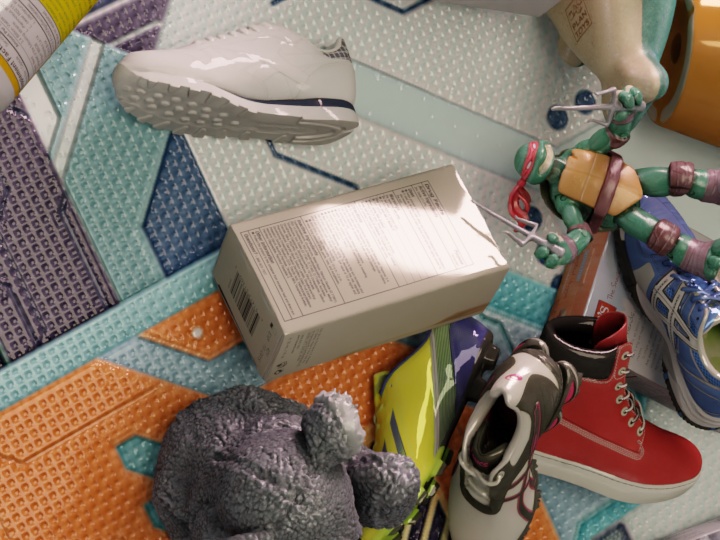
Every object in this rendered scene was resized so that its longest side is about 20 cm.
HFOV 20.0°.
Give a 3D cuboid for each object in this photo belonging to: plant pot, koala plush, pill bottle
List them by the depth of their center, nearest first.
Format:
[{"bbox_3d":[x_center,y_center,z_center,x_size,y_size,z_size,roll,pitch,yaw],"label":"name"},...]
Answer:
[{"bbox_3d":[-0.259,-0.179,1.425,0.104,0.104,0.201,44,70,-18],"label":"pill bottle"},{"bbox_3d":[-0.060,0.162,1.437,0.183,0.200,0.178,40,81,-2],"label":"koala plush"},{"bbox_3d":[0.338,-0.171,1.688,0.181,0.200,0.202,5,85,-11],"label":"plant pot"}]

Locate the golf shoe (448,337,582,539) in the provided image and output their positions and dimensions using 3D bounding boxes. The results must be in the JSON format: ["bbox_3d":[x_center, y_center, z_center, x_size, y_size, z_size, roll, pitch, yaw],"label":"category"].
[{"bbox_3d":[0.098,0.146,1.562,0.088,0.077,0.202,-26,139,-52],"label":"golf shoe"}]

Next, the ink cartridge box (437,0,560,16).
[{"bbox_3d":[0.102,-0.315,1.572,0.143,0.147,0.202,10,84,-8],"label":"ink cartridge box"}]

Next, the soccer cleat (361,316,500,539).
[{"bbox_3d":[0.037,0.122,1.593,0.083,0.065,0.201,26,79,8],"label":"soccer cleat"}]

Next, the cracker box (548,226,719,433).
[{"bbox_3d":[0.259,0.037,1.700,0.199,0.058,0.135,27,74,-24],"label":"cracker box"}]

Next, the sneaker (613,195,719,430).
[{"bbox_3d":[0.266,0.022,1.620,0.075,0.077,0.202,-19,81,-27],"label":"sneaker"}]

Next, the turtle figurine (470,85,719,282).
[{"bbox_3d":[0.190,-0.067,1.574,0.198,0.101,0.151,17,93,-2],"label":"turtle figurine"}]

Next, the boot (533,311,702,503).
[{"bbox_3d":[0.212,0.104,1.626,0.198,0.073,0.145,15,122,-24],"label":"boot"}]

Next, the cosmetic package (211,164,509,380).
[{"bbox_3d":[0.000,0.000,1.544,0.198,0.071,0.106,-15,63,-26],"label":"cosmetic package"}]

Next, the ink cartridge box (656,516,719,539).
[{"bbox_3d":[0.298,0.315,1.714,0.197,0.043,0.202,-16,96,-27],"label":"ink cartridge box"}]

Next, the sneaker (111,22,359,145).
[{"bbox_3d":[-0.094,-0.146,1.533,0.198,0.076,0.081,6,73,-31],"label":"sneaker"}]

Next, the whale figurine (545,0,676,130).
[{"bbox_3d":[0.215,-0.210,1.632,0.103,0.159,0.202,-1,62,-24],"label":"whale figurine"}]
